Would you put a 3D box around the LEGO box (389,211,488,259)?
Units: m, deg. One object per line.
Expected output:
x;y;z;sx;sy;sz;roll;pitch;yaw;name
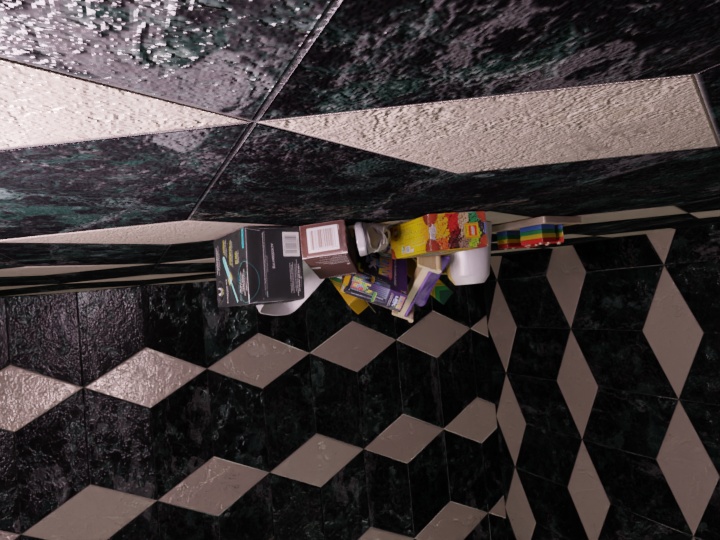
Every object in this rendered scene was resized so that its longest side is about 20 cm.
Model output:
0.172;-0.078;1.197;0.145;0.080;0.199;-5;178;-22;LEGO box

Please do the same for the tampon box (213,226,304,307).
-0.220;-0.004;1.118;0.123;0.155;0.198;-2;177;-34;tampon box

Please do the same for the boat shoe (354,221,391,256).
0.032;-0.071;1.139;0.064;0.074;0.200;-10;178;10;boat shoe

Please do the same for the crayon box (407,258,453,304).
0.176;0.014;1.511;0.127;0.051;0.199;44;-175;39;crayon box

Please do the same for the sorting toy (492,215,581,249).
0.493;-0.103;1.496;0.195;0.072;0.198;-4;177;-39;sorting toy

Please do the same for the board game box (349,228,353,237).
-0.073;-0.077;1.268;0.093;0.031;0.200;-5;180;-8;board game box

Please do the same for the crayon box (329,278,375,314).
-0.041;0.052;1.580;0.051;0.201;0.126;-38;158;-1;crayon box

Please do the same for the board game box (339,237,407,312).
0.037;0.005;1.337;0.161;0.058;0.202;18;-150;-7;board game box

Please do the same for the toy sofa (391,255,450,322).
0.158;0.039;1.365;0.095;0.084;0.203;18;131;-7;toy sofa

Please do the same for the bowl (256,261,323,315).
-0.173;0.016;1.321;0.200;0.075;0.199;-47;160;11;bowl

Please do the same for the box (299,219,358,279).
-0.065;-0.041;1.143;0.097;0.077;0.200;-8;168;5;box

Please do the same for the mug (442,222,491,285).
0.282;-0.041;1.431;0.145;0.158;0.186;-5;178;-15;mug

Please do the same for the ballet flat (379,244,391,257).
0.120;-0.079;1.398;0.071;0.074;0.197;-7;177;44;ballet flat
